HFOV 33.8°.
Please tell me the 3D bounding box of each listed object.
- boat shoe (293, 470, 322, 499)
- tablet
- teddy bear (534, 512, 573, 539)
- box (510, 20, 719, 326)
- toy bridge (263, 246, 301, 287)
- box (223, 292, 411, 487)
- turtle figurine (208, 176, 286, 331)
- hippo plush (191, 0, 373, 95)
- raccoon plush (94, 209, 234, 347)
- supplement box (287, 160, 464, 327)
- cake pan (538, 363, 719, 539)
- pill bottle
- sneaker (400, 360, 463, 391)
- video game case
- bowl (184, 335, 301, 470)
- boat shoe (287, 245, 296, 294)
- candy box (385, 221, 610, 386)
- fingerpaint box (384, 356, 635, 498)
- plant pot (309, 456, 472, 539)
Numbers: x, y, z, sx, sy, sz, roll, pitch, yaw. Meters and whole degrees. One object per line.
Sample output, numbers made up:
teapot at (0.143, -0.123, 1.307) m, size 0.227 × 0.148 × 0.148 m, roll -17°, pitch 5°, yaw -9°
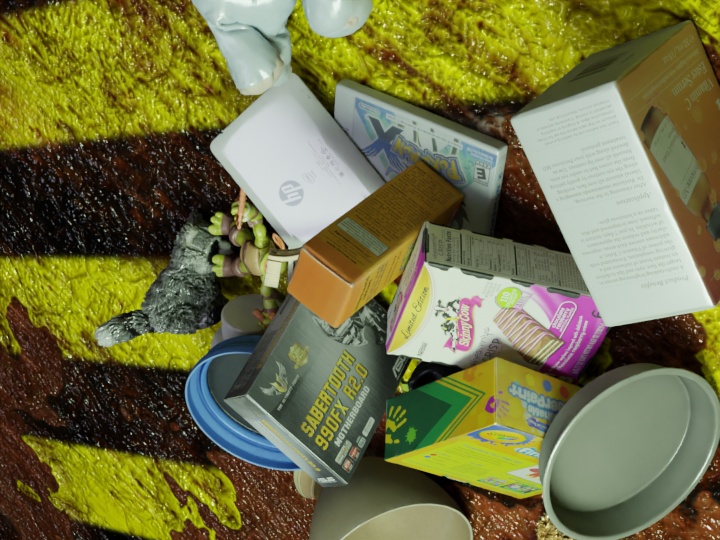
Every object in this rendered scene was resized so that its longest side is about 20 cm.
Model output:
boat shoe at (-0.035, 0.229, 1.505) m, size 0.064 × 0.071 × 0.200 m, roll 32°, pitch 133°, yaw 22°
tablet at (-0.057, -0.097, 1.266) m, size 0.130 × 0.014 × 0.200 m, roll -39°, pitch 89°, yaw 19°
teddy bear at (0.223, 0.373, 1.385) m, size 0.145 × 0.067 × 0.200 m, roll 44°, pitch 137°, yaw 12°
box at (0.241, -0.081, 0.990) m, size 0.106 × 0.152 × 0.200 m, roll -15°, pitch 108°, yaw 45°
toy bridge at (0.000, 0.000, 1.255) m, size 0.200 × 0.027 × 0.067 m, roll 10°, pitch 115°, yaw -2°
box at (-0.037, 0.110, 1.301) m, size 0.158 × 0.200 × 0.048 m, roll 45°, pitch 144°, yaw -21°
turtle figurine at (-0.124, -0.027, 1.379) m, size 0.161 × 0.064 × 0.200 m, roll 23°, pitch 132°, yaw 59°
hippo plush at (-0.077, -0.288, 1.160) m, size 0.161 × 0.159 × 0.200 m, roll -23°, pitch 120°, yaw 16°
raccoon plush at (-0.249, 0.012, 1.471) m, size 0.097 × 0.200 × 0.134 m, roll -139°, pitch 30°, yaw -64°
supplement box at (0.018, -0.029, 1.150) m, size 0.069 × 0.200 × 0.067 m, roll 36°, pitch 136°, yaw 14°
cake pan at (0.255, 0.171, 1.142) m, size 0.037 × 0.200 × 0.201 m, roll -130°, pitch 29°, yaw -53°
pill bottle at (-0.130, 0.132, 1.492) m, size 0.109 × 0.109 × 0.200 m, roll 22°, pitch 131°, yaw 29°
sneaker at (0.133, 0.129, 1.280) m, size 0.200 × 0.083 × 0.072 m, roll 0°, pitch 118°, yaw 41°
video game case at (0.053, -0.087, 1.245) m, size 0.200 × 0.022 × 0.183 m, roll 26°, pitch 132°, yaw 25°
bowl at (-0.107, 0.155, 1.398) m, size 0.200 × 0.039 × 0.201 m, roll 9°, pitch 132°, yaw 10°
boat shoe at (-0.053, 0.016, 1.392) m, size 0.063 × 0.073 × 0.200 m, roll -1°, pitch 116°, yaw 1°
candy box at (0.138, 0.038, 1.157) m, size 0.200 × 0.061 × 0.136 m, roll 12°, pitch 134°, yaw -8°
fingerpaint box at (0.153, 0.165, 1.214) m, size 0.200 × 0.073 × 0.167 m, roll 21°, pitch 149°, yaw -32°
plant pot at (0.020, 0.308, 1.451) m, size 0.135 × 0.200 × 0.201 m, roll -119°, pitch 26°, yaw -48°
